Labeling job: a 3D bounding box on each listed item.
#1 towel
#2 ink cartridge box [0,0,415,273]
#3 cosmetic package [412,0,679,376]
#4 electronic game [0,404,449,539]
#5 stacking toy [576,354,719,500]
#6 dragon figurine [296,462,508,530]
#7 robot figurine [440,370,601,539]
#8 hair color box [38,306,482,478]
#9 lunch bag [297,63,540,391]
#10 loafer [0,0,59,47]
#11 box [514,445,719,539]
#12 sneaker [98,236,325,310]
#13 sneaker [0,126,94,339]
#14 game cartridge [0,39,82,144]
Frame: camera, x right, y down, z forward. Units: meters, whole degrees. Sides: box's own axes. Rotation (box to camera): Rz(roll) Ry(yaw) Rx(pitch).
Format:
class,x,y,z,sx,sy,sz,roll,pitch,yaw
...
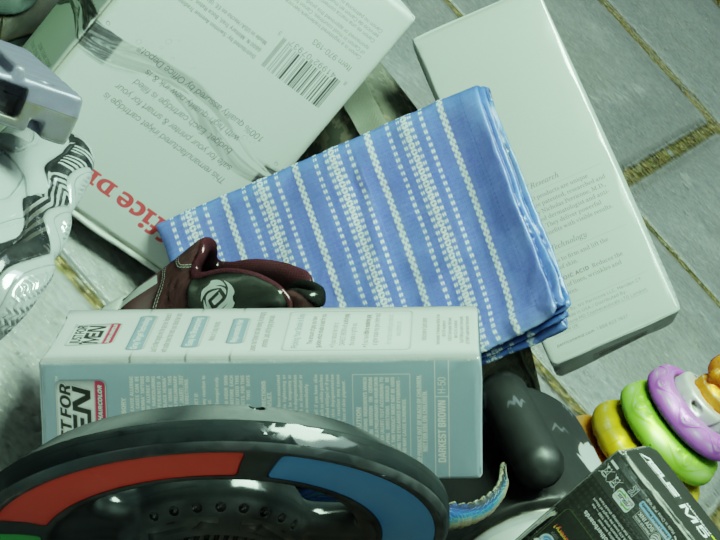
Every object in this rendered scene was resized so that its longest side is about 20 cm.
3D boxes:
class,x,y,z,sx,sy,sz,roll,pitch,yaw
towel,0.000,0.000,1.388,0.024,0.200,0.145,38,31,-68
ink cartridge box,-0.093,-0.114,1.445,0.145,0.200,0.083,36,10,-27
cosmetic package,0.105,-0.049,1.482,0.113,0.081,0.200,46,19,-82
electronic game,-0.062,0.107,1.104,0.200,0.200,0.042,27,51,-44
stacking toy,0.186,0.101,1.607,0.116,0.200,0.110,28,27,-40
dragon figurine,-0.011,0.112,1.267,0.059,0.200,0.100,33,-38,61
robot figurine,0.083,0.141,1.408,0.150,0.125,0.200,40,16,-35
hair color box,-0.043,0.057,1.230,0.099,0.200,0.061,-82,171,-77
lunch bag,0.019,-0.012,1.518,0.200,0.117,0.164,72,-4,-46
loafer,-0.205,-0.151,1.529,0.072,0.063,0.200,16,14,7
box,0.123,0.219,1.263,0.200,0.193,0.047,52,22,17
sneaker,-0.043,0.068,1.326,0.200,0.116,0.076,50,20,9
sneaker,-0.199,-0.048,1.288,0.115,0.075,0.200,42,23,-18
game cartridge,-0.241,-0.118,1.272,0.200,0.038,0.130,19,13,-24
